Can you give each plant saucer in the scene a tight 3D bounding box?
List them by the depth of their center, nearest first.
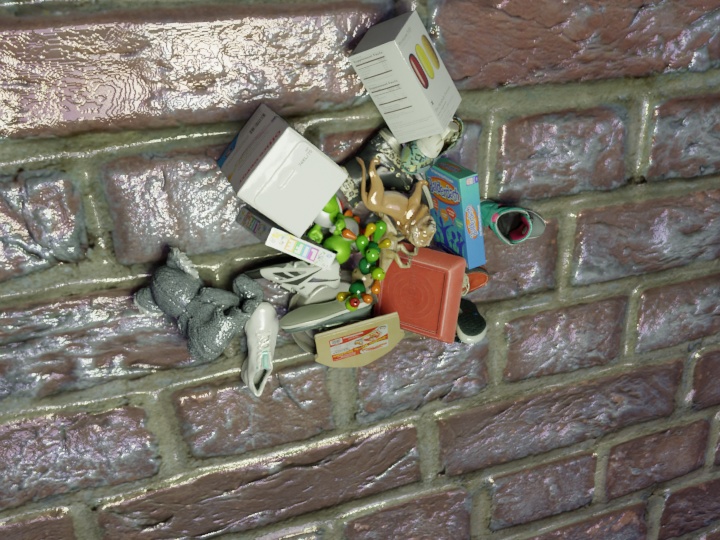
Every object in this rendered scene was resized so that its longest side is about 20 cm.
[{"bbox_3d":[0.112,0.048,1.554,0.037,0.199,0.201,-33,134,-57],"label":"plant saucer"}]

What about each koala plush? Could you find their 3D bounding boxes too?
[{"bbox_3d":[-0.319,0.060,1.399,0.200,0.184,0.177,42,110,-10],"label":"koala plush"}]

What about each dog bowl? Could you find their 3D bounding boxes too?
[{"bbox_3d":[-0.064,0.082,1.564,0.199,0.059,0.201,-8,115,-18],"label":"dog bowl"}]

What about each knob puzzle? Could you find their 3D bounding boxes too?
[{"bbox_3d":[-0.004,0.151,1.549,0.219,0.031,0.220,-14,150,-9],"label":"knob puzzle"}]

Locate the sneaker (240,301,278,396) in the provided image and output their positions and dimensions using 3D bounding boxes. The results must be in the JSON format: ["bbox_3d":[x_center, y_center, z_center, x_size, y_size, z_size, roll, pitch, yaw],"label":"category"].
[{"bbox_3d":[-0.204,0.167,1.529,0.075,0.089,0.201,0,112,-20],"label":"sneaker"}]

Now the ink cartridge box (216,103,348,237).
[{"bbox_3d":[-0.146,-0.184,1.328,0.146,0.200,0.147,35,97,-30],"label":"ink cartridge box"}]

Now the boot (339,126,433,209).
[{"bbox_3d":[0.045,-0.171,1.489,0.153,0.074,0.204,-36,120,1],"label":"boot"}]

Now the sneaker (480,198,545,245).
[{"bbox_3d":[0.350,-0.100,1.610,0.199,0.121,0.084,12,108,-26],"label":"sneaker"}]

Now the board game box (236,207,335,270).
[{"bbox_3d":[-0.144,-0.063,1.383,0.134,0.200,0.034,23,94,-28],"label":"board game box"}]

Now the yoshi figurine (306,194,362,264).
[{"bbox_3d":[-0.068,-0.086,1.466,0.112,0.113,0.200,-34,125,14],"label":"yoshi figurine"}]

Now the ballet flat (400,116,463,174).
[{"bbox_3d":[0.145,-0.255,1.436,0.200,0.074,0.075,-47,133,-46],"label":"ballet flat"}]

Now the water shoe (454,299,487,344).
[{"bbox_3d":[0.237,0.133,1.627,0.071,0.200,0.079,9,110,1],"label":"water shoe"}]

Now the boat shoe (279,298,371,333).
[{"bbox_3d":[-0.068,0.102,1.497,0.199,0.073,0.062,-16,118,-21],"label":"boat shoe"}]

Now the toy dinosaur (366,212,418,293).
[{"bbox_3d":[0.064,-0.041,1.505,0.101,0.058,0.201,13,115,22],"label":"toy dinosaur"}]

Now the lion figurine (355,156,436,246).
[{"bbox_3d":[0.063,-0.131,1.414,0.199,0.072,0.123,21,85,-14],"label":"lion figurine"}]

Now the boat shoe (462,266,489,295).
[{"bbox_3d":[0.207,0.036,1.649,0.199,0.063,0.072,-11,115,-18],"label":"boat shoe"}]

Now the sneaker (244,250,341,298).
[{"bbox_3d":[-0.135,0.017,1.455,0.199,0.074,0.089,-5,106,16],"label":"sneaker"}]

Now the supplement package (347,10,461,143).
[{"bbox_3d":[0.086,-0.358,1.370,0.200,0.109,0.114,54,47,-31],"label":"supplement package"}]

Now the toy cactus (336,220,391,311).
[{"bbox_3d":[0.000,0.000,1.441,0.102,0.165,0.201,10,66,-4],"label":"toy cactus"}]

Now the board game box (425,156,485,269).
[{"bbox_3d":[0.195,-0.123,1.519,0.045,0.152,0.201,-19,118,-16],"label":"board game box"}]
